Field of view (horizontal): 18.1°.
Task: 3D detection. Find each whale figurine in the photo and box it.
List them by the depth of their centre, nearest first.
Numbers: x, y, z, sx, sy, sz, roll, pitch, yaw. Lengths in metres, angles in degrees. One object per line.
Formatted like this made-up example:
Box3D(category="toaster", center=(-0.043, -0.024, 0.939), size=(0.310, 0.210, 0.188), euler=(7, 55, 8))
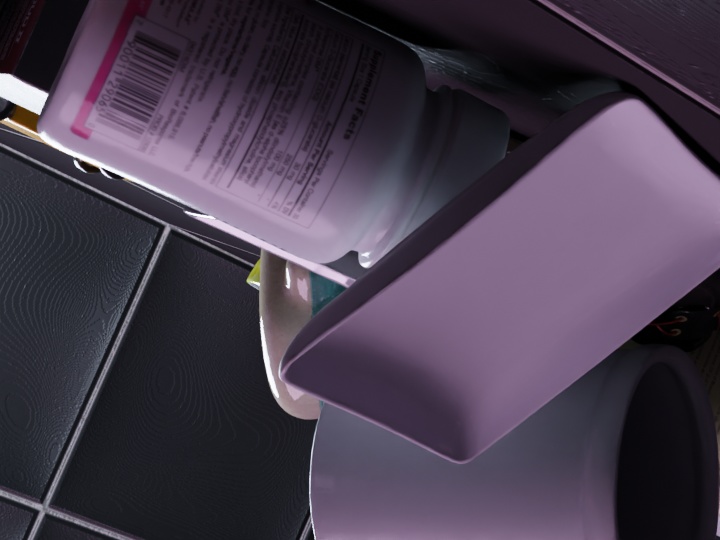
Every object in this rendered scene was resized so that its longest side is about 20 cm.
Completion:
Box3D(category="whale figurine", center=(-0.016, -0.001, 1.526), size=(0.103, 0.201, 0.159), euler=(-2, 175, 1))

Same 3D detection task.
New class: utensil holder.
Box3D(category="utensil holder", center=(0.092, 0.129, 1.348), size=(0.199, 0.171, 0.170), euler=(-2, 164, 28))

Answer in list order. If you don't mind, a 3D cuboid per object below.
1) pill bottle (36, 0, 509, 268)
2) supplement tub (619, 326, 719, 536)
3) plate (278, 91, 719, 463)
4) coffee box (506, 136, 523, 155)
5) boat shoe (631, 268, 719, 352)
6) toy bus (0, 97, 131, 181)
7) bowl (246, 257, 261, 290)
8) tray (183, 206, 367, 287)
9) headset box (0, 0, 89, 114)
Box3D(category="pill bottle", center=(-0.039, -0.072, 1.055), size=(0.200, 0.114, 0.113), euler=(25, 176, -11))
Box3D(category="supplement tub", center=(0.214, 0.086, 1.467), size=(0.200, 0.145, 0.145), euler=(24, 176, 7))
Box3D(category="plate", center=(0.076, 0.002, 1.044), size=(0.200, 0.199, 0.032), euler=(29, -154, -58))
Box3D(category="coffee box", center=(0.044, -0.038, 1.285), size=(0.114, 0.080, 0.200), euler=(23, 176, 3))
Box3D(category="boat shoe", center=(0.181, 0.012, 1.297), size=(0.073, 0.063, 0.201), euler=(25, 175, 6))
Box3D(category="toy bus", center=(-0.242, -0.135, 1.710), size=(0.200, 0.078, 0.065), euler=(26, 175, -28))
Box3D(category="bowl", center=(0.022, 0.002, 1.774), size=(0.200, 0.108, 0.200), euler=(24, 177, 1))
Box3D(category="tray", center=(0.000, 0.000, 1.295), size=(0.200, 0.022, 0.107), euler=(25, 176, -16))
Box3D(category="headset box", center=(-0.148, -0.120, 1.363), size=(0.148, 0.075, 0.200), euler=(25, 176, -21))
